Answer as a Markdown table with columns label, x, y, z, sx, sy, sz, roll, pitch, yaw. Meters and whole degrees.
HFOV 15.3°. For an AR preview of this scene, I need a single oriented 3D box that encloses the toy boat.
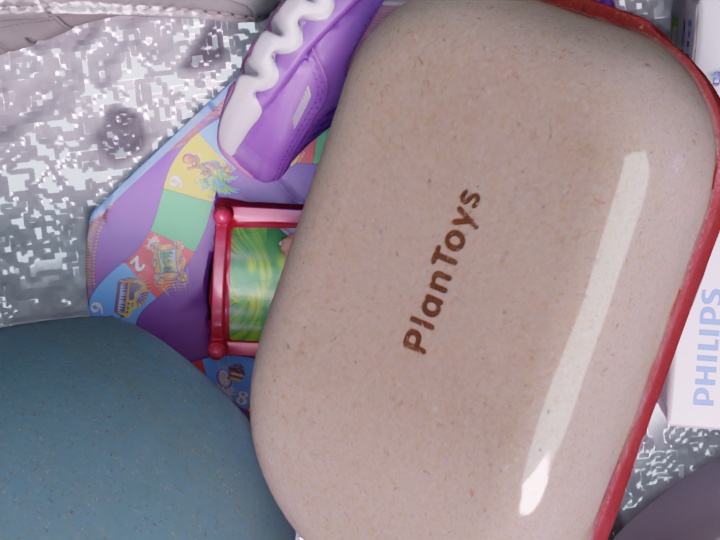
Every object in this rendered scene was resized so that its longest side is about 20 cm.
| label | x | y | z | sx | sy | sz | roll | pitch | yaw |
| --- | --- | --- | --- | --- | --- | --- | --- | --- | --- |
| toy boat | 0.052 | 0.012 | 0.859 | 0.130 | 0.131 | 0.200 | 24 | 99 | 29 |

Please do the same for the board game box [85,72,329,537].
| label | x | y | z | sx | sy | sz | roll | pitch | yaw |
| --- | --- | --- | --- | --- | --- | --- | --- | --- | --- |
| board game box | 0.000 | 0.000 | 0.935 | 0.200 | 0.039 | 0.158 | -42 | 95 | 5 |

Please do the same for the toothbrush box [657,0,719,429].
| label | x | y | z | sx | sy | sz | roll | pitch | yaw |
| --- | --- | --- | --- | --- | --- | --- | --- | --- | --- |
| toothbrush box | 0.203 | -0.018 | 0.908 | 0.199 | 0.086 | 0.146 | 3 | 97 | -1 |

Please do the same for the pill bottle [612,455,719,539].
| label | x | y | z | sx | sy | sz | roll | pitch | yaw |
| --- | --- | --- | --- | --- | --- | --- | --- | --- | --- |
| pill bottle | 0.173 | 0.160 | 0.919 | 0.114 | 0.114 | 0.200 | -33 | 96 | 5 |

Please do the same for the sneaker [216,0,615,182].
| label | x | y | z | sx | sy | sz | roll | pitch | yaw |
| --- | --- | --- | --- | --- | --- | --- | --- | --- | --- |
| sneaker | 0.037 | -0.097 | 0.896 | 0.088 | 0.080 | 0.200 | 44 | 90 | -6 |

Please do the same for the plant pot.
| label | x | y | z | sx | sy | sz | roll | pitch | yaw |
| --- | --- | --- | --- | --- | --- | --- | --- | --- | --- |
| plant pot | -0.100 | 0.094 | 0.889 | 0.200 | 0.200 | 0.135 | 45 | 70 | -5 |

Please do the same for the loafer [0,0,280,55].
| label | x | y | z | sx | sy | sz | roll | pitch | yaw |
| --- | --- | --- | --- | --- | --- | --- | --- | --- | --- |
| loafer | -0.124 | -0.104 | 0.914 | 0.199 | 0.070 | 0.070 | 8 | 112 | 1 |
